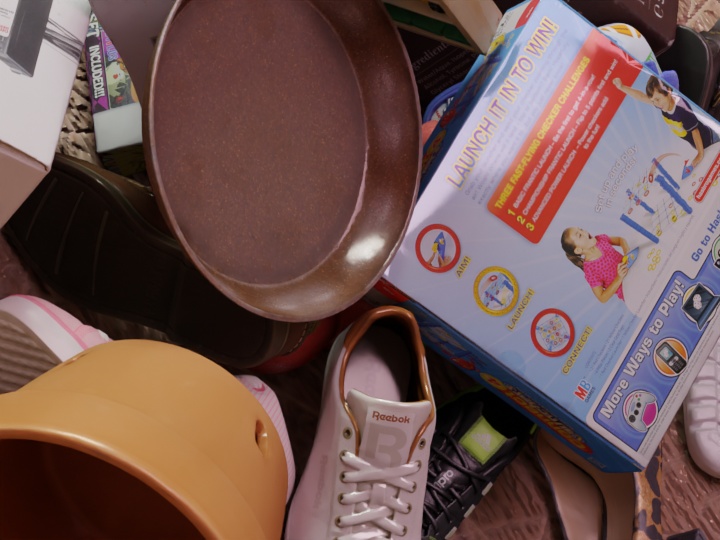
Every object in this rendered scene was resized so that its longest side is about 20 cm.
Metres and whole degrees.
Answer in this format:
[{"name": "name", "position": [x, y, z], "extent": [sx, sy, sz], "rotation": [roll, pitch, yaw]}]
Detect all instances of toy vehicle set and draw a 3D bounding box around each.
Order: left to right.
[{"name": "toy vehicle set", "position": [-0.028, -0.180, 1.430], "extent": [0.200, 0.124, 0.027], "rotation": [21, 83, 22]}]

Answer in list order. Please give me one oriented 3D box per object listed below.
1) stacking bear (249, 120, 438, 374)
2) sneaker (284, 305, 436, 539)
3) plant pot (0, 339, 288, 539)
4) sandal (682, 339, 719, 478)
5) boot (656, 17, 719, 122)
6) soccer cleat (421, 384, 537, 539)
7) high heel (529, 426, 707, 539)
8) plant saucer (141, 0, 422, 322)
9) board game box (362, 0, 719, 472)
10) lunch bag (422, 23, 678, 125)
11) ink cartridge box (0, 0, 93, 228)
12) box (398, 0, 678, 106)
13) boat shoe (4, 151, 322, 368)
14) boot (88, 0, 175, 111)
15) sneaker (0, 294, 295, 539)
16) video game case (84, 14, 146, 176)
[{"name": "stacking bear", "position": [0.000, 0.000, 1.500], "extent": [0.200, 0.121, 0.114], "rotation": [-20, 118, -33]}, {"name": "sneaker", "position": [0.001, 0.113, 1.380], "extent": [0.073, 0.085, 0.200], "rotation": [5, 69, -9]}, {"name": "plant pot", "position": [-0.120, 0.127, 1.261], "extent": [0.200, 0.200, 0.140], "rotation": [42, 33, -6]}, {"name": "sandal", "position": [0.239, 0.045, 1.699], "extent": [0.082, 0.050, 0.203], "rotation": [17, 63, -9]}, {"name": "boot", "position": [0.204, -0.080, 1.719], "extent": [0.069, 0.200, 0.174], "rotation": [27, 9, 14]}, {"name": "soccer cleat", "position": [0.041, 0.119, 1.463], "extent": [0.068, 0.081, 0.200], "rotation": [46, 45, -1]}, {"name": "high heel", "position": [0.131, 0.138, 1.523], "extent": [0.200, 0.071, 0.143], "rotation": [53, 37, -7]}, {"name": "plant saucer", "position": [-0.046, -0.073, 1.343], "extent": [0.200, 0.034, 0.201], "rotation": [4, 85, -47]}, {"name": "board game box", "position": [0.122, -0.020, 1.464], "extent": [0.196, 0.056, 0.200], "rotation": [36, 73, -14]}, {"name": "lunch bag", "position": [0.134, -0.051, 1.579], "extent": [0.076, 0.160, 0.200], "rotation": [-20, 89, -60]}, {"name": "ink cartridge box", "position": [-0.212, -0.106, 1.381], "extent": [0.084, 0.144, 0.200], "rotation": [27, 48, -19]}, {"name": "box", "position": [0.081, -0.214, 1.652], "extent": [0.200, 0.164, 0.166], "rotation": [34, 45, -28]}, {"name": "boat shoe", "position": [-0.111, -0.007, 1.419], "extent": [0.200, 0.072, 0.068], "rotation": [32, 26, 20]}, {"name": "boot", "position": [-0.103, -0.156, 1.391], "extent": [0.073, 0.200, 0.096], "rotation": [-6, 41, 7]}, {"name": "sneaker", "position": [-0.114, 0.074, 1.379], "extent": [0.200, 0.075, 0.105], "rotation": [48, 47, -10]}, {"name": "video game case", "position": [-0.077, -0.163, 1.527], "extent": [0.181, 0.036, 0.200], "rotation": [-12, 60, 6]}]
